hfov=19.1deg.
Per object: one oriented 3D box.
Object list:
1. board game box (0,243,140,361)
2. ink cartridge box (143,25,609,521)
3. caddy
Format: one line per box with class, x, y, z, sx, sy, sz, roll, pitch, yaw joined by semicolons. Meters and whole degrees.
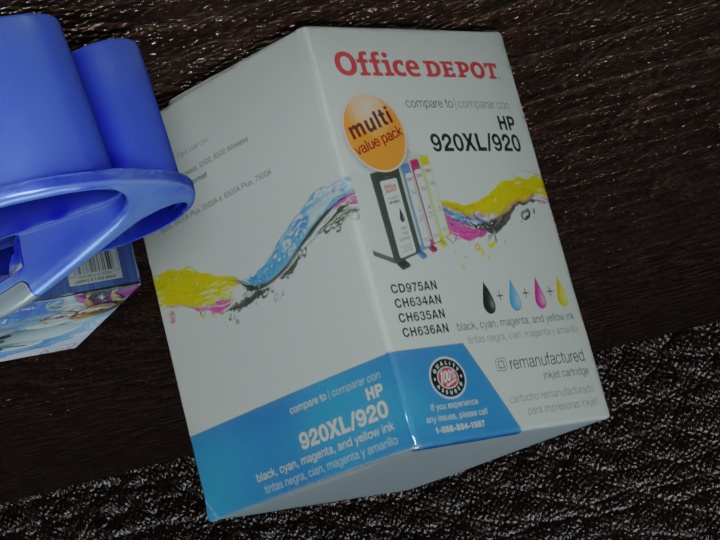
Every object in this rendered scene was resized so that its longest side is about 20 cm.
board game box;-0.255;0.029;1.325;0.199;0.044;0.199;-11;172;-21
ink cartridge box;0.000;0.000;1.032;0.147;0.201;0.144;-4;165;-46
caddy;-0.167;-0.029;0.899;0.199;0.105;0.141;-17;169;23
